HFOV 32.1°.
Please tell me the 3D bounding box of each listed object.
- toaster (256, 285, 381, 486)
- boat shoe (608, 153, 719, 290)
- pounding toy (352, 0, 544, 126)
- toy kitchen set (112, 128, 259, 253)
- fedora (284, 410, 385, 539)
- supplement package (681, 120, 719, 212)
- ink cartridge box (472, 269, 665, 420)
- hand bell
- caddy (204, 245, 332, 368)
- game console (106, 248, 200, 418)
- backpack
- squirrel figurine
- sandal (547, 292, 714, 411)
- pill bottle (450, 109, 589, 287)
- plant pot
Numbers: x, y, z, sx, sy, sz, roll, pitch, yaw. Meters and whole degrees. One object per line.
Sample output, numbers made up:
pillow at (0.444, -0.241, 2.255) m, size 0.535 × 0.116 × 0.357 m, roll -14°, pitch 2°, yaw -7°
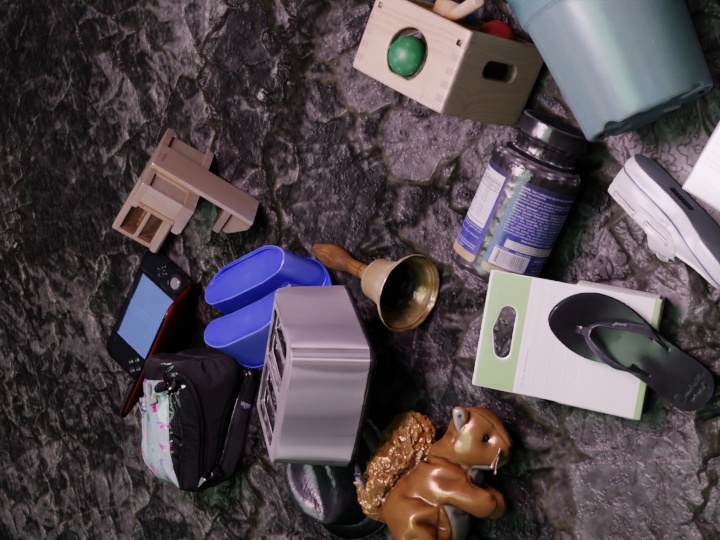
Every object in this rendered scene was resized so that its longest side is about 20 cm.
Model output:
toaster at (-0.055, 0.140, 1.588) m, size 0.200 × 0.118 × 0.181 m, roll -113°, pitch 29°, yaw -57°
boat shoe at (0.355, -0.042, 1.409) m, size 0.065 × 0.074 × 0.200 m, roll -53°, pitch 53°, yaw 31°
pounding toy at (0.110, -0.268, 1.484) m, size 0.184 × 0.200 × 0.142 m, roll 34°, pitch 111°, yaw 37°
toy kitchen set at (-0.262, -0.064, 1.811) m, size 0.163 × 0.200 × 0.181 m, roll 30°, pitch 115°, yaw -12°
fedora at (-0.042, 0.270, 1.690) m, size 0.200 × 0.092 × 0.201 m, roll 1°, pitch 92°, yaw 36°
supplement package at (0.449, -0.141, 1.299) m, size 0.117 × 0.117 × 0.200 m, roll 39°, pitch 114°, yaw 30°
ink cartridge box at (0.242, 0.083, 1.464) m, size 0.200 × 0.048 × 0.146 m, roll 11°, pitch 99°, yaw 16°
hand bell at (0.000, 0.000, 1.669) m, size 0.200 × 0.104 × 0.104 m, roll 25°, pitch 106°, yaw 45°
caddy at (-0.126, 0.053, 1.742) m, size 0.200 × 0.105 × 0.142 m, roll -25°, pitch 55°, yaw 35°
game console at (-0.335, 0.090, 1.886) m, size 0.172 × 0.119 × 0.200 m, roll 38°, pitch 112°, yaw 29°
backpack at (-0.242, 0.216, 1.813) m, size 0.127 × 0.167 × 0.200 m, roll 13°, pitch 104°, yaw 54°
squirrel figurine at (0.095, 0.245, 1.567) m, size 0.200 × 0.141 × 0.187 m, roll 26°, pitch 100°, yaw 30°
sandal at (0.305, 0.086, 1.401) m, size 0.200 × 0.043 × 0.076 m, roll 28°, pitch 102°, yaw 11°
pill bottle at (0.194, -0.083, 1.493) m, size 0.112 × 0.112 × 0.200 m, roll 34°, pitch 110°, yaw 31°
plant pot at (0.283, -0.260, 1.385) m, size 0.200 × 0.200 × 0.196 m, roll -26°, pitch 85°, yaw 34°
